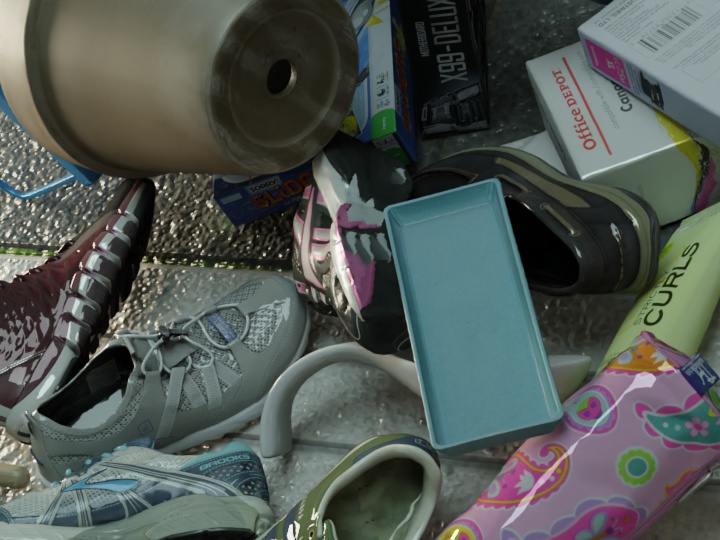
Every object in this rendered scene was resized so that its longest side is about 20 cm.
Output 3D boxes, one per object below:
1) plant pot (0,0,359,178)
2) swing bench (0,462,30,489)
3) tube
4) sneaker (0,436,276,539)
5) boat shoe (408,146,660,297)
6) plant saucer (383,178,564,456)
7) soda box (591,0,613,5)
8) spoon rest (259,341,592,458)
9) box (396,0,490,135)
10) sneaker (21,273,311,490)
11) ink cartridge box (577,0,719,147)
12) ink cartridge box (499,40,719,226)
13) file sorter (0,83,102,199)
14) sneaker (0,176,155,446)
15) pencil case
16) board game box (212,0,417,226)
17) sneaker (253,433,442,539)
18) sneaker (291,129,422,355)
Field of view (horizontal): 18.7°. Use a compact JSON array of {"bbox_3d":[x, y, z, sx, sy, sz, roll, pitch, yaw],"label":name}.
[{"bbox_3d":[-0.098,-0.137,1.343,0.200,0.201,0.173,-44,42,-19],"label":"plant pot"},{"bbox_3d":[-0.335,0.080,1.298,0.199,0.199,0.130,23,64,35],"label":"swing bench"},{"bbox_3d":[0.172,0.034,1.252,0.058,0.052,0.201,12,56,28],"label":"tube"},{"bbox_3d":[-0.146,0.145,1.266,0.198,0.078,0.087,-5,46,4],"label":"sneaker"},{"bbox_3d":[0.086,-0.029,1.292,0.073,0.075,0.199,-13,16,-39],"label":"boat shoe"},{"bbox_3d":[0.060,0.024,1.183,0.069,0.019,0.201,-15,40,3],"label":"plant saucer"},{"bbox_3d":[0.156,-0.212,1.366,0.068,0.199,0.064,-33,63,35],"label":"soda box"},{"bbox_3d":[0.035,0.065,1.259,0.199,0.099,0.061,-11,90,15],"label":"spoon rest"},{"bbox_3d":[0.049,-0.214,1.410,0.049,0.201,0.158,-6,49,7],"label":"box"},{"bbox_3d":[-0.114,0.063,1.311,0.200,0.082,0.075,-38,49,-16],"label":"sneaker"},{"bbox_3d":[0.236,-0.125,1.280,0.119,0.042,0.200,-38,44,-14],"label":"ink cartridge box"},{"bbox_3d":[0.179,-0.093,1.348,0.199,0.068,0.117,-22,47,1],"label":"ink cartridge box"},{"bbox_3d":[-0.204,-0.166,1.494,0.122,0.139,0.201,-17,35,55],"label":"file sorter"},{"bbox_3d":[-0.211,0.005,1.380,0.115,0.076,0.201,21,57,4],"label":"sneaker"},{"bbox_3d":[0.113,0.123,1.141,0.200,0.087,0.087,-44,48,3],"label":"pencil case"},{"bbox_3d":[-0.032,-0.133,1.470,0.135,0.035,0.201,-20,46,18],"label":"board game box"},{"bbox_3d":[-0.027,0.163,1.171,0.067,0.090,0.200,43,73,-4],"label":"sneaker"},{"bbox_3d":[0.000,0.000,1.303,0.080,0.087,0.200,20,25,-15],"label":"sneaker"}]
